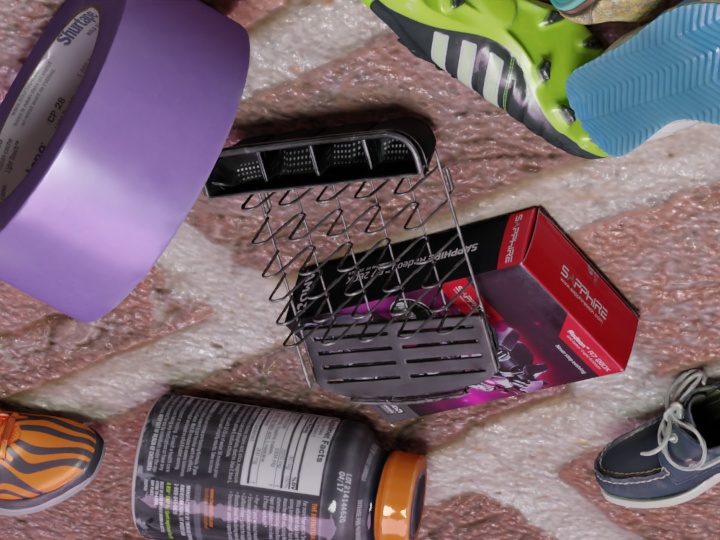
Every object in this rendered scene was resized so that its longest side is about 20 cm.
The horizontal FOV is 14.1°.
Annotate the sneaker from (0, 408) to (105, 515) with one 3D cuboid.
[{"bbox_3d":[-0.293,0.120,2.140,0.200,0.078,0.112,-3,143,25],"label":"sneaker"}]

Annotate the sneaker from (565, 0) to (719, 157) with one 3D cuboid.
[{"bbox_3d":[0.193,-0.119,1.572,0.200,0.081,0.077,-11,111,60],"label":"sneaker"}]

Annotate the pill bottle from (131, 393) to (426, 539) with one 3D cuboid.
[{"bbox_3d":[-0.055,0.152,2.066,0.200,0.106,0.106,8,145,10],"label":"pill bottle"}]

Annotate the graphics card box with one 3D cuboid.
[{"bbox_3d":[0.065,0.032,1.899,0.200,0.051,0.125,-13,137,36],"label":"graphics card box"}]

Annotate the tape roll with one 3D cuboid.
[{"bbox_3d":[-0.152,-0.076,1.696,0.085,0.200,0.200,28,144,-19],"label":"tape roll"}]

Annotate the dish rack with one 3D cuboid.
[{"bbox_3d":[0.000,0.000,1.816,0.153,0.055,0.200,-5,114,29],"label":"dish rack"}]

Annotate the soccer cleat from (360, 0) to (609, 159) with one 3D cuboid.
[{"bbox_3d":[0.073,-0.131,1.662,0.200,0.068,0.081,37,158,-27],"label":"soccer cleat"}]

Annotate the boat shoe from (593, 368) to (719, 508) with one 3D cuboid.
[{"bbox_3d":[0.233,0.104,1.914,0.200,0.075,0.062,-16,136,36],"label":"boat shoe"}]

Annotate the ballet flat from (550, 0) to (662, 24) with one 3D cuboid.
[{"bbox_3d":[0.175,-0.189,1.536,0.071,0.071,0.200,28,143,-18],"label":"ballet flat"}]
